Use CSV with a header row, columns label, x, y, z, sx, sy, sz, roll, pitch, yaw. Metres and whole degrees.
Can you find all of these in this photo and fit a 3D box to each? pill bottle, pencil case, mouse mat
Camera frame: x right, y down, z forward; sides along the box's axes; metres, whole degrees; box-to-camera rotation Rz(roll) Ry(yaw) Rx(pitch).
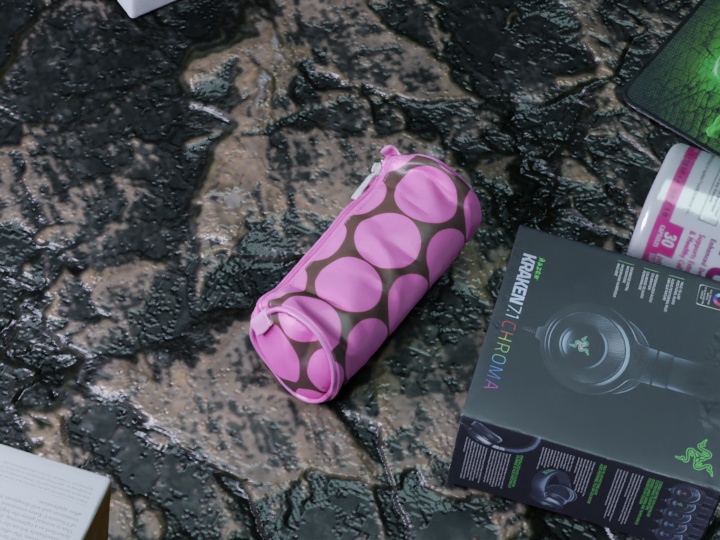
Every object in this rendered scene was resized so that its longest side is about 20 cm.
label,x,y,z,sx,sy,sz,roll,pitch,yaw
pill bottle,0.304,-0.008,1.546,0.199,0.114,0.114,22,55,11
pencil case,0.000,0.000,1.530,0.094,0.091,0.200,49,55,-14
mouse mat,0.328,-0.163,1.726,0.161,0.008,0.200,32,57,17

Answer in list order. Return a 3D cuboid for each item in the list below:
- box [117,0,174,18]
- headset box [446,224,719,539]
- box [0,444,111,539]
label,x,y,z,sx,sy,sz,roll,pitch,yaw
box,-0.146,-0.328,1.679,0.152,0.200,0.106,-26,60,-23
headset box,0.181,0.085,1.481,0.199,0.093,0.175,17,55,6
box,-0.235,0.227,1.305,0.097,0.125,0.200,16,47,7
